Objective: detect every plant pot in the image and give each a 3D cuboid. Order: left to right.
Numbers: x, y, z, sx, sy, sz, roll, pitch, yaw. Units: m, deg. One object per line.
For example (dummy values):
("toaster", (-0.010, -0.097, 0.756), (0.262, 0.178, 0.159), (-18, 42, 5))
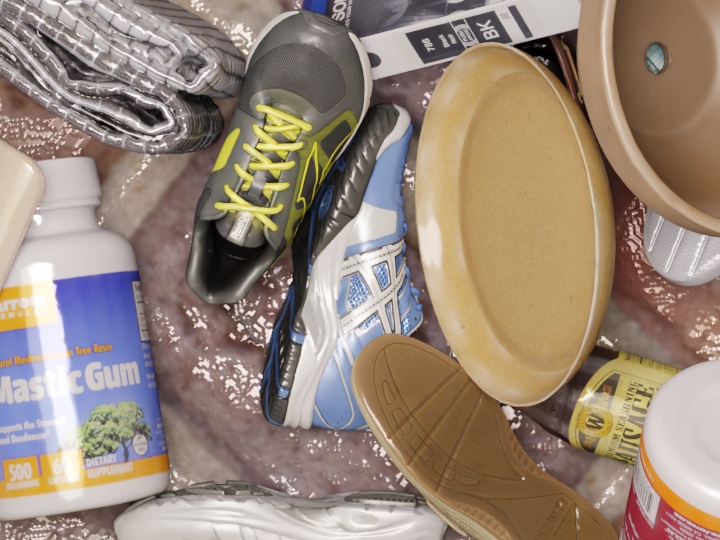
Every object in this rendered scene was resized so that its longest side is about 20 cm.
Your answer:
("plant pot", (0.088, -0.026, 1.354), (0.027, 0.200, 0.201), (-7, 89, -25))
("plant pot", (0.184, -0.118, 1.324), (0.200, 0.093, 0.202), (-1, 92, -32))

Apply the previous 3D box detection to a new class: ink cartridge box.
("ink cartridge box", (0.040, -0.163, 1.406), (0.199, 0.039, 0.100), (-14, 48, 25))

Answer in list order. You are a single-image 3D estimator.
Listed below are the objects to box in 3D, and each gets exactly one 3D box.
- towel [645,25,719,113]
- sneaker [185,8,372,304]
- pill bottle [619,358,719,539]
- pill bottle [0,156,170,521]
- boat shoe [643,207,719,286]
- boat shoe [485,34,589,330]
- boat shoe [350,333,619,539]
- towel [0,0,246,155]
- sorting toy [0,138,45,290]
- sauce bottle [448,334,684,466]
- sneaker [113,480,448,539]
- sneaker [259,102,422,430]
("towel", (0.230, -0.187, 1.400), (0.200, 0.022, 0.147), (-41, 85, 2))
("sneaker", (-0.048, -0.057, 1.400), (0.074, 0.085, 0.201), (20, 131, -1))
("pill bottle", (0.201, 0.154, 1.374), (0.112, 0.201, 0.113), (2, 45, -2))
("pill bottle", (-0.180, 0.039, 1.438), (0.111, 0.112, 0.201), (-10, 90, 3))
("boat shoe", (0.235, -0.076, 1.437), (0.072, 0.071, 0.201), (29, 87, 22))
("boat shoe", (0.103, -0.045, 1.421), (0.070, 0.070, 0.201), (-6, 74, 2))
("boat shoe", (0.063, 0.120, 1.433), (0.200, 0.064, 0.071), (47, 68, -8))
("towel", (-0.169, -0.134, 1.415), (0.199, 0.166, 0.086), (28, 97, 3))
("sorting toy", (-0.285, -0.017, 1.426), (0.200, 0.036, 0.186), (31, 99, 38))
("sauce bottle", (0.147, 0.079, 1.445), (0.199, 0.066, 0.066), (15, 90, 4))
("sneaker", (-0.049, 0.178, 1.449), (0.199, 0.078, 0.100), (4, 93, 4))
("sneaker", (0.000, 0.000, 1.457), (0.077, 0.076, 0.201), (15, 93, -14))
